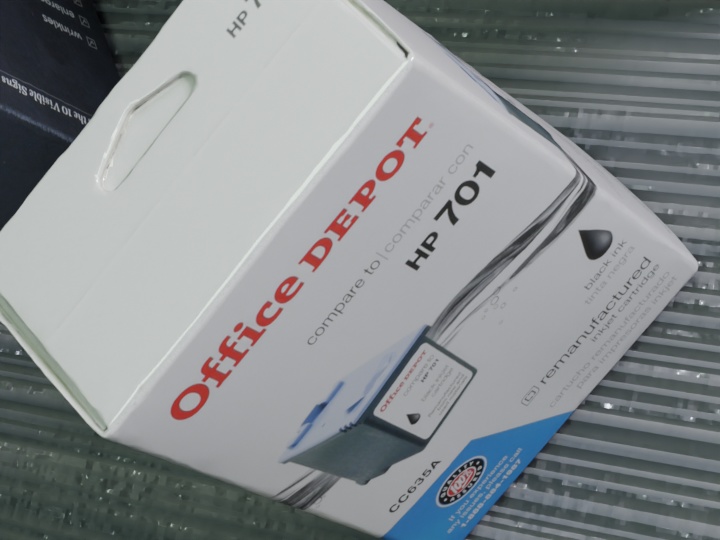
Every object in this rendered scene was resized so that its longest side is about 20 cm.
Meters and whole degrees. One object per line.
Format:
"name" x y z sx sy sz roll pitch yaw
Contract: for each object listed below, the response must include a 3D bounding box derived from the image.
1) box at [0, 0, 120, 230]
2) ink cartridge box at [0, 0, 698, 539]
"box" -0.211 -0.110 0.843 0.124 0.200 0.197 -35 58 20
"ink cartridge box" 0.000 0.000 0.669 0.147 0.200 0.086 -50 55 9
